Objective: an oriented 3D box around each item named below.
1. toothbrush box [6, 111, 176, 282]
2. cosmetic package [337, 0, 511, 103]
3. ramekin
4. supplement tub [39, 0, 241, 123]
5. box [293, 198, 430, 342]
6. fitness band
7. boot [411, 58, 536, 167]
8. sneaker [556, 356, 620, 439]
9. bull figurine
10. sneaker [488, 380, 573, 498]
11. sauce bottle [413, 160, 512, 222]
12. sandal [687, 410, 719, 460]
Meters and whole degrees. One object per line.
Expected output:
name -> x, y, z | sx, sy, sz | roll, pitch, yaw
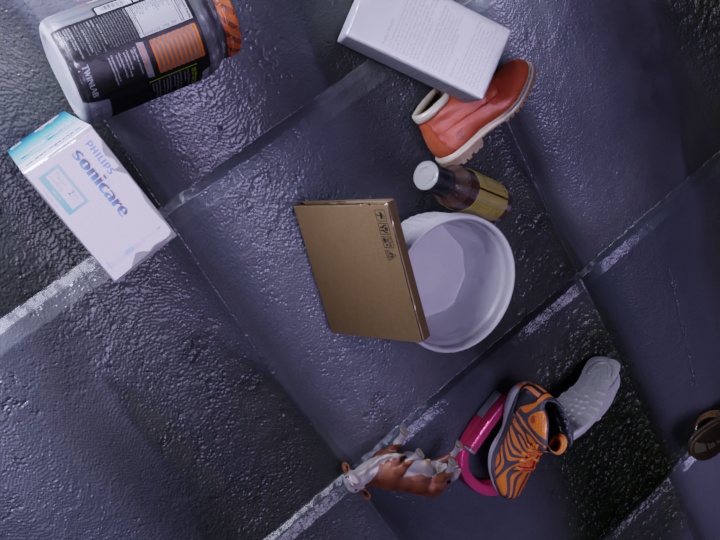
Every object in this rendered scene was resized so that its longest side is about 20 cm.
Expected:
toothbrush box -> -0.298, -0.087, 0.929 | 0.085, 0.200, 0.146 | -40, 118, -13
cosmetic package -> 0.083, -0.307, 1.114 | 0.200, 0.071, 0.102 | 23, 92, -13
ramekin -> 0.113, 0.008, 1.225 | 0.200, 0.105, 0.200 | -8, 107, -26
supplement tub -> -0.244, -0.256, 0.958 | 0.200, 0.123, 0.123 | -27, 114, -19
box -> 0.000, 0.000, 1.136 | 0.021, 0.163, 0.200 | -38, 120, -43
fitness band -> 0.242, 0.279, 1.403 | 0.144, 0.037, 0.200 | 40, 84, -30
boot -> 0.162, -0.247, 1.204 | 0.200, 0.075, 0.107 | -46, 114, -9
sneaker -> 0.378, 0.234, 1.426 | 0.200, 0.076, 0.081 | -38, 136, -30
bull figurine -> 0.068, 0.301, 1.292 | 0.200, 0.065, 0.121 | 17, 128, -37
sneaker -> 0.268, 0.283, 1.333 | 0.078, 0.112, 0.200 | -2, 106, -29
sauce bottle -> 0.144, -0.114, 1.195 | 0.200, 0.065, 0.065 | 15, 97, -53
sandal -> 0.679, 0.297, 1.632 | 0.200, 0.055, 0.082 | -31, 122, -33
